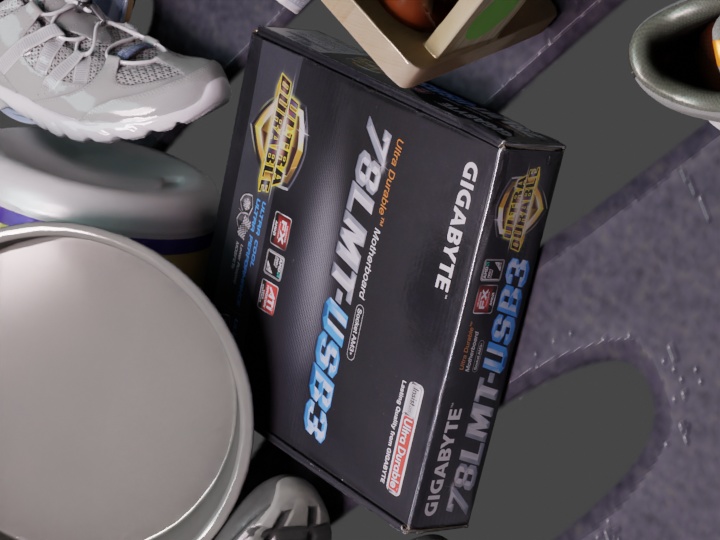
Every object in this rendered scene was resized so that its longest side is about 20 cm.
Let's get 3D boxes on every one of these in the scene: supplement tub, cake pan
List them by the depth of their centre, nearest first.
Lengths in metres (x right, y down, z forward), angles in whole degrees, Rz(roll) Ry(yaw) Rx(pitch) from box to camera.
[{"bbox_3d":[-0.151,0.070,1.202,0.037,0.199,0.201,-67,-11,-76],"label":"cake pan"},{"bbox_3d":[-0.162,0.035,1.290,0.145,0.145,0.201,28,111,47],"label":"supplement tub"}]

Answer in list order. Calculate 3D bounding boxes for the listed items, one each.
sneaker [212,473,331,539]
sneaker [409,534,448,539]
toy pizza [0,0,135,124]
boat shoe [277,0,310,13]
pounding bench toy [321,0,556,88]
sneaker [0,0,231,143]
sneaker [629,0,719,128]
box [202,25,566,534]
[{"bbox_3d":[-0.085,0.169,1.251,0.200,0.075,0.079,-57,48,33],"label":"sneaker"},{"bbox_3d":[-0.017,0.190,1.172,0.200,0.074,0.080,-52,47,37],"label":"sneaker"},{"bbox_3d":[-0.184,-0.188,1.405,0.200,0.032,0.202,-2,87,51],"label":"toy pizza"},{"bbox_3d":[-0.067,-0.213,1.242,0.069,0.072,0.200,-48,41,9],"label":"boat shoe"},{"bbox_3d":[0.023,-0.166,1.001,0.124,0.200,0.156,49,128,11],"label":"pounding bench toy"},{"bbox_3d":[-0.163,-0.124,1.300,0.199,0.075,0.082,12,115,24],"label":"sneaker"},{"bbox_3d":[0.190,-0.085,0.905,0.200,0.079,0.074,-7,83,48],"label":"sneaker"},{"bbox_3d":[0.000,0.000,1.171,0.198,0.049,0.201,31,114,47],"label":"box"}]
